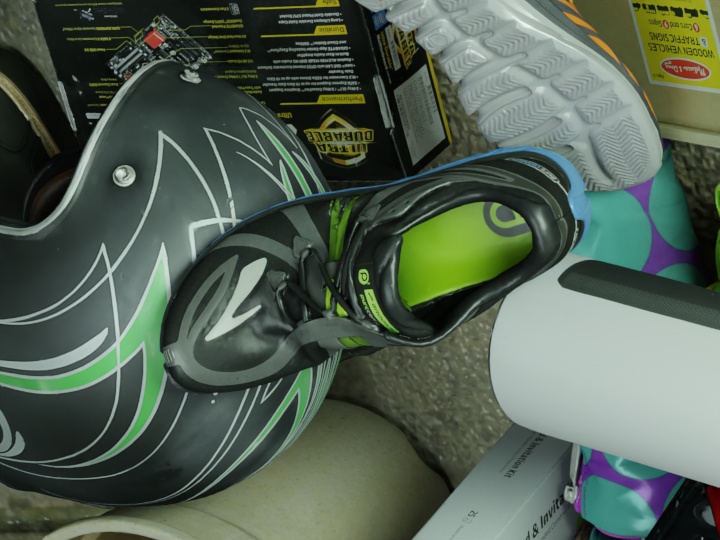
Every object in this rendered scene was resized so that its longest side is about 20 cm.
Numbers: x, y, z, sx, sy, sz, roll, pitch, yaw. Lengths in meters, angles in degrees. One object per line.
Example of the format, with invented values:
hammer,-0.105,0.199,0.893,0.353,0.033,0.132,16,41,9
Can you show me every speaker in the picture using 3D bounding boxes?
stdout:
speaker,0.152,0.051,1.207,0.199,0.081,0.082,16,127,42

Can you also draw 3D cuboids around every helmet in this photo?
helmet,-0.097,0.009,1.360,0.190,0.200,0.201,-17,108,25

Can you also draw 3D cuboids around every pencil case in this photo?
pencil case,0.121,0.029,1.348,0.092,0.085,0.201,-16,111,1

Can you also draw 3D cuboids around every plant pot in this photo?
plant pot,-0.046,0.167,1.484,0.200,0.183,0.201,17,126,26

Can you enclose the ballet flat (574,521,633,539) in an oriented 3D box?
ballet flat,0.118,0.173,1.364,0.068,0.200,0.072,34,103,-8

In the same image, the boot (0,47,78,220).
boot,-0.183,-0.001,1.504,0.200,0.138,0.077,51,132,-5

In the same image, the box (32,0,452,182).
box,-0.067,-0.123,1.409,0.199,0.049,0.160,1,120,34

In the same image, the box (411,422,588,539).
box,0.077,0.185,1.430,0.041,0.156,0.201,10,122,28

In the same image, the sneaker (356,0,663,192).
sneaker,0.070,-0.128,1.237,0.077,0.112,0.200,-19,129,38

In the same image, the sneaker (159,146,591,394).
sneaker,0.000,0.000,1.228,0.199,0.083,0.071,-20,99,15

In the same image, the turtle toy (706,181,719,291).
turtle toy,0.238,0.018,1.249,0.200,0.101,0.146,37,155,7

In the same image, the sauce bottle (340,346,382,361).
sauce bottle,-0.079,0.057,1.490,0.199,0.066,0.066,-21,106,18

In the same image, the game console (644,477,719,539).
game console,0.234,0.155,1.257,0.199,0.119,0.173,12,146,-8

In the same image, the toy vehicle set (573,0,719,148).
toy vehicle set,0.139,-0.115,1.231,0.200,0.026,0.125,16,128,55
